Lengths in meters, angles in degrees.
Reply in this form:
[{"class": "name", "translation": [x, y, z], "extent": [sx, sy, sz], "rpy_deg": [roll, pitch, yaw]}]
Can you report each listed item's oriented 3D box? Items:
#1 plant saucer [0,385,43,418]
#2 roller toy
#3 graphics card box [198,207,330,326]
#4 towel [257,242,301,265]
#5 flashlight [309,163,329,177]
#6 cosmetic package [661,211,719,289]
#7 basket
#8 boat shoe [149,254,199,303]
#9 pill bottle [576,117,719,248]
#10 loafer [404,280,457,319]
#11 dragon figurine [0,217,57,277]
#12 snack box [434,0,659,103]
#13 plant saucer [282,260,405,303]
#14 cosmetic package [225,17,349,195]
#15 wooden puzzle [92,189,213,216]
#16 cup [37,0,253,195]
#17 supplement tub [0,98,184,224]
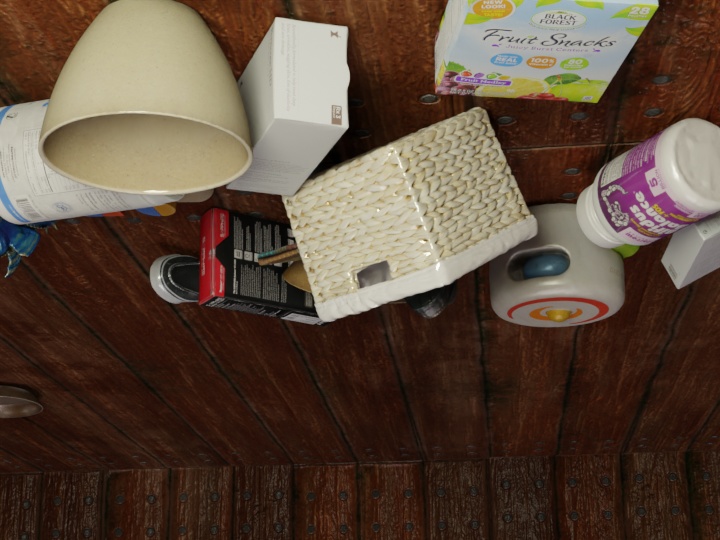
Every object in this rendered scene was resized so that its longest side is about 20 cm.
[{"class": "plant saucer", "translation": [-0.736, 0.260, 2.835], "extent": [0.199, 0.032, 0.200], "rpy_deg": [0, 163, 0]}, {"class": "roller toy", "translation": [0.263, 0.002, 1.911], "extent": [0.182, 0.140, 0.200], "rpy_deg": [6, 161, -19]}, {"class": "graphics card box", "translation": [-0.120, -0.003, 1.902], "extent": [0.199, 0.126, 0.051], "rpy_deg": [10, 157, -31]}, {"class": "towel", "translation": [-0.011, -0.039, 1.741], "extent": [0.146, 0.022, 0.200], "rpy_deg": [-17, 174, 42]}, {"class": "flashlight", "translation": [-0.064, -0.101, 1.702], "extent": [0.068, 0.068, 0.200], "rpy_deg": [-12, 160, 36]}, {"class": "cosmetic package", "translation": [0.469, -0.058, 1.789], "extent": [0.150, 0.052, 0.200], "rpy_deg": [-25, 162, -5]}, {"class": "basket", "translation": [0.049, -0.061, 1.561], "extent": [0.198, 0.161, 0.200], "rpy_deg": [-18, -173, 42]}, {"class": "boat shoe", "translation": [-0.216, 0.016, 2.044], "extent": [0.068, 0.072, 0.200], "rpy_deg": [-12, 162, 36]}, {"class": "pill bottle", "translation": [0.344, -0.094, 1.666], "extent": [0.112, 0.113, 0.200], "rpy_deg": [8, 160, -25]}, {"class": "loafer", "translation": [0.096, 0.011, 1.738], "extent": [0.073, 0.200, 0.072], "rpy_deg": [-29, 110, 18]}, {"class": "dragon figurine", "translation": [-0.437, -0.034, 1.759], "extent": [0.099, 0.200, 0.059], "rpy_deg": [36, 125, -25]}, {"class": "snack box", "translation": [0.166, -0.229, 1.318], "extent": [0.168, 0.068, 0.200], "rpy_deg": [2, 160, -6]}, {"class": "plant saucer", "translation": [0.000, 0.000, 1.830], "extent": [0.199, 0.036, 0.200], "rpy_deg": [6, -168, -1]}, {"class": "cosmetic package", "translation": [-0.077, -0.162, 1.443], "extent": [0.081, 0.113, 0.200], "rpy_deg": [5, 160, -17]}, {"class": "wooden puzzle", "translation": [-0.296, -0.106, 1.708], "extent": [0.199, 0.047, 0.185], "rpy_deg": [-5, 161, 11]}, {"class": "cup", "translation": [-0.201, -0.174, 1.348], "extent": [0.199, 0.144, 0.200], "rpy_deg": [0, 162, 0]}, {"class": "supplement tub", "translation": [-0.295, -0.124, 1.517], "extent": [0.199, 0.133, 0.132], "rpy_deg": [-7, 161, 17]}]
